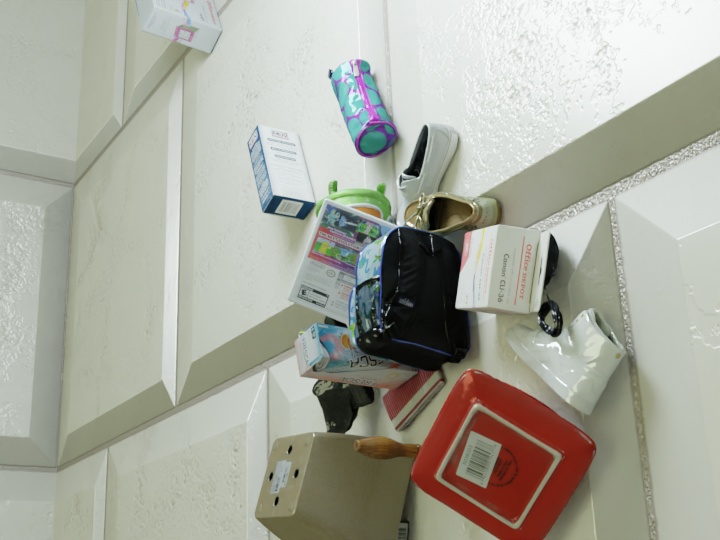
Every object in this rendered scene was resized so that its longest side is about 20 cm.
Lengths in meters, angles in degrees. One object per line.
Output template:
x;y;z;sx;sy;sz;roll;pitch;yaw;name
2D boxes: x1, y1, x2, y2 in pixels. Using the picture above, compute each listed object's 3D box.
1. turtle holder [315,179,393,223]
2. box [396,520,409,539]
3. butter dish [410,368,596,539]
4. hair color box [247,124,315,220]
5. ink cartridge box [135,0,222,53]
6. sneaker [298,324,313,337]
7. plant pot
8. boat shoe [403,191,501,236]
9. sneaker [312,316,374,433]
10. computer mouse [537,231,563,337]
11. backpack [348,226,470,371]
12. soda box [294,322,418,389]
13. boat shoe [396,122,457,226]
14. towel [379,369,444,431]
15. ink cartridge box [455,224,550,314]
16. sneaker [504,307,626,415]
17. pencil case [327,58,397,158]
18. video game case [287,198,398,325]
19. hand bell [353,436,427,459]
-0.020;-0.067;1.801;0.185;0.140;0.133;-31;57;49;turtle holder
0.010;0.487;1.696;0.199;0.036;0.145;-16;67;55;box
0.199;0.234;1.368;0.198;0.148;0.202;30;114;11;butter dish
-0.166;-0.205;2.118;0.061;0.099;0.202;-51;41;40;hair color box
-0.473;-0.666;2.662;0.085;0.198;0.146;-51;42;32;ink cartridge box
-0.035;0.168;1.845;0.199;0.074;0.085;34;142;47;sneaker
-0.054;0.361;1.655;0.199;0.176;0.202;-20;49;53;plant pot
0.132;-0.092;1.608;0.199;0.062;0.074;-3;83;49;boat shoe
-0.046;0.182;1.738;0.103;0.060;0.202;-24;89;19;sneaker
0.259;0.018;1.377;0.201;0.034;0.059;-88;19;-48;computer mouse
0.068;0.044;1.585;0.147;0.181;0.203;-30;52;50;backpack
-0.005;0.139;1.623;0.068;0.198;0.064;-41;50;39;soda box
0.096;-0.152;1.702;0.202;0.068;0.072;-64;35;25;boat shoe
0.071;0.149;1.706;0.144;0.023;0.201;-53;42;34;towel
0.197;0.000;1.434;0.200;0.067;0.118;165;113;-78;ink cartridge box
0.276;0.095;1.351;0.116;0.073;0.200;-58;32;9;sneaker
0.004;-0.303;1.880;0.093;0.084;0.201;92;163;-50;pencil case
0.000;0.000;1.701;0.023;0.198;0.184;19;-88;-82;video game case
0.077;0.265;1.490;0.104;0.198;0.106;-22;63;53;hand bell
